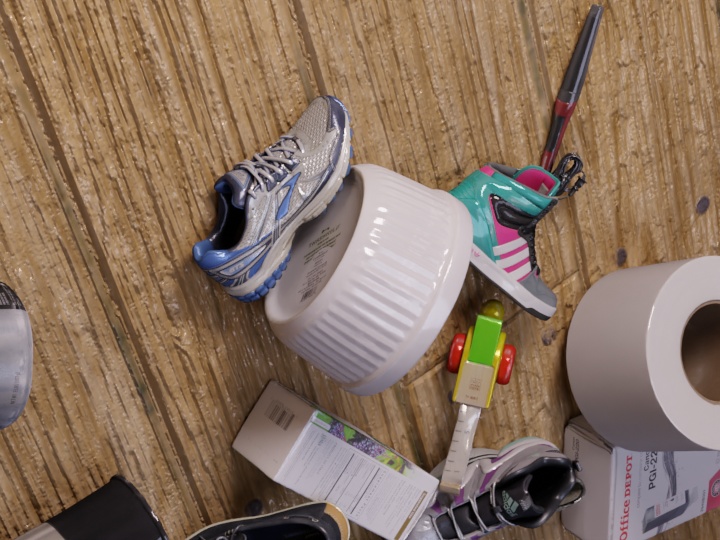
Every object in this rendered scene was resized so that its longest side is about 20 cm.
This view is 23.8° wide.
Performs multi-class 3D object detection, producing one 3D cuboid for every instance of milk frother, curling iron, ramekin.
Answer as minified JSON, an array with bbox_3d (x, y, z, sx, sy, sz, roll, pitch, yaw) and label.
[{"bbox_3d":[-0.234,0.316,1.483,0.188,0.200,0.181,-30,129,-23],"label":"milk frother"},{"bbox_3d":[0.217,-0.168,1.723,0.049,0.026,0.201,9,103,-1],"label":"curling iron"},{"bbox_3d":[0.000,0.000,1.525,0.105,0.200,0.201,29,91,-23],"label":"ramekin"}]

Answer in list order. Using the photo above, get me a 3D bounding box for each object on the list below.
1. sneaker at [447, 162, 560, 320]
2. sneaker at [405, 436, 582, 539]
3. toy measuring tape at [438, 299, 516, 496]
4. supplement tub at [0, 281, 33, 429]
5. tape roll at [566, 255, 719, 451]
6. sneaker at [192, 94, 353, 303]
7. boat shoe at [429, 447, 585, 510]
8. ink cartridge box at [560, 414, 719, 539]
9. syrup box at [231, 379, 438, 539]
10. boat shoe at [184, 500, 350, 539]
[{"bbox_3d":[0.161,-0.041,1.708,0.121,0.084,0.200,-49,130,3],"label":"sneaker"},{"bbox_3d":[0.132,0.235,1.720,0.199,0.140,0.078,-33,99,-12],"label":"sneaker"},{"bbox_3d":[0.115,0.128,1.741,0.073,0.073,0.201,16,86,-41],"label":"toy measuring tape"},{"bbox_3d":[-0.364,0.068,1.320,0.199,0.122,0.123,-1,110,-37],"label":"supplement tub"},{"bbox_3d":[0.337,0.091,1.814,0.202,0.139,0.204,4,82,-31],"label":"tape roll"},{"bbox_3d":[-0.079,-0.071,1.511,0.085,0.077,0.201,29,91,-38],"label":"sneaker"},{"bbox_3d":[0.157,0.232,1.836,0.199,0.064,0.071,-2,111,-36],"label":"boat shoe"},{"bbox_3d":[0.330,0.219,1.952,0.199,0.085,0.147,-16,118,-29],"label":"ink cartridge box"},{"bbox_3d":[-0.022,0.189,1.668,0.200,0.079,0.082,33,88,-42],"label":"syrup box"},{"bbox_3d":[-0.106,0.269,1.600,0.199,0.062,0.075,-20,94,11],"label":"boat shoe"}]
